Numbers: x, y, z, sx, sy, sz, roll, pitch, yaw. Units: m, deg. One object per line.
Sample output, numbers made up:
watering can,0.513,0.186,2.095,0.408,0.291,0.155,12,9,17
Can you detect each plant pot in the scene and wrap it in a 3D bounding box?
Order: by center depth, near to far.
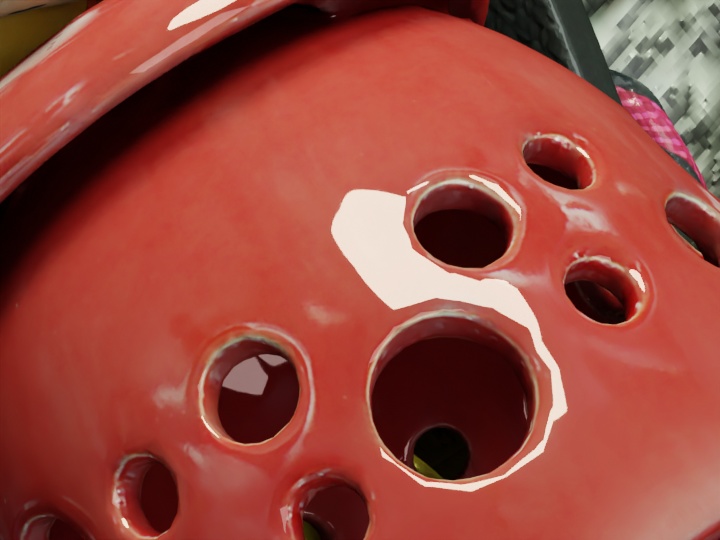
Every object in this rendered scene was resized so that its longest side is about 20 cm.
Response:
plant pot,-0.001,0.027,0.681,0.200,0.201,0.183,-27,73,-26

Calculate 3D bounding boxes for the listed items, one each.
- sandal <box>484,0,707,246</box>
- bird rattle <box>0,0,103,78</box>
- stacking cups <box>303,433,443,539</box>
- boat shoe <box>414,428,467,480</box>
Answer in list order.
sandal,0.074,-0.028,0.868,0.045,0.075,0.201,-25,96,-38
bird rattle,-0.113,-0.055,0.692,0.200,0.163,0.113,10,69,-71
stacking cups,-0.041,0.135,0.772,0.060,0.060,0.200,37,69,-21
boat shoe,0.000,0.000,0.832,0.200,0.071,0.065,52,47,-11
